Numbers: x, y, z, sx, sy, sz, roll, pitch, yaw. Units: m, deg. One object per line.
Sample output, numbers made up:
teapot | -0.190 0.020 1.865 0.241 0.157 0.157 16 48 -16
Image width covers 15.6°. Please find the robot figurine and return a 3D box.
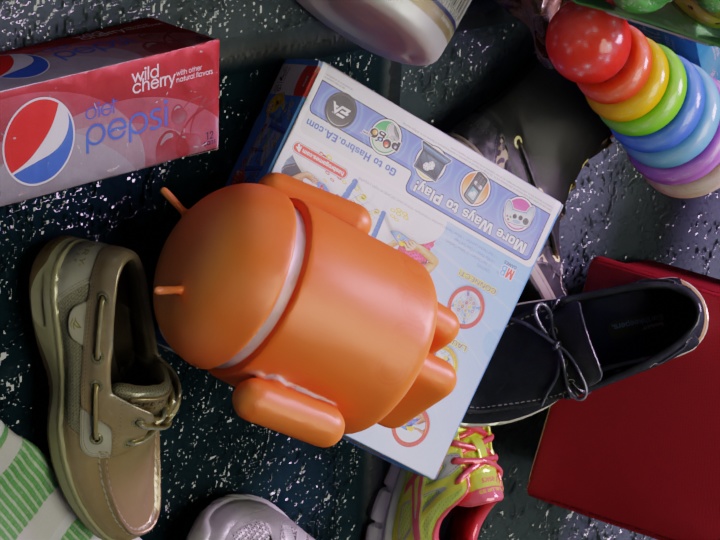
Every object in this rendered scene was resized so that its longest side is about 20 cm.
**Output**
robot figurine | -0.036 0.021 1.529 0.199 0.117 0.144 27 86 -28

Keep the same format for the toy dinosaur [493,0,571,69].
toy dinosaur | 0.140 -0.232 1.729 0.200 0.086 0.136 -43 131 -32

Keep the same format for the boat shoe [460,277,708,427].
boat shoe | 0.136 0.050 1.727 0.199 0.062 0.075 -16 85 -4

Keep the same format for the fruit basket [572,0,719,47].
fruit basket | 0.168 -0.178 1.545 0.200 0.185 0.094 -19 125 -57

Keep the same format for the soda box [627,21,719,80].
soda box | 0.214 -0.178 1.777 0.064 0.068 0.200 -63 163 -9

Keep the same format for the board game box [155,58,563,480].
board game box | 0.000 0.000 1.639 0.199 0.056 0.197 29 83 -27

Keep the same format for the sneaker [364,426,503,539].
sneaker | 0.066 0.124 1.777 0.078 0.090 0.201 -4 106 -43

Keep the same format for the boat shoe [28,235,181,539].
boat shoe | -0.142 0.075 1.549 0.072 0.065 0.201 -41 130 -51

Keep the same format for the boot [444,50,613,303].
boot | 0.131 -0.057 1.794 0.151 0.073 0.200 -48 128 -22

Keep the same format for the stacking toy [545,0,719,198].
stacking toy | 0.180 -0.117 1.704 0.200 0.085 0.086 32 81 -54

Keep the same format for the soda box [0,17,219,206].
soda box | -0.172 -0.087 1.469 0.199 0.063 0.070 -18 118 -42

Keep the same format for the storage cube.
storage cube | 0.241 0.095 1.847 0.171 0.179 0.201 0 105 -71

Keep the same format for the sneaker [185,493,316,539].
sneaker | -0.037 0.201 1.704 0.200 0.082 0.075 29 83 -48

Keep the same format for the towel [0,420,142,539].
towel | -0.205 0.194 1.570 0.153 0.023 0.200 -56 136 -16

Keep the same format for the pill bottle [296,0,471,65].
pill bottle | 0.045 -0.236 1.605 0.111 0.111 0.201 40 75 -46
